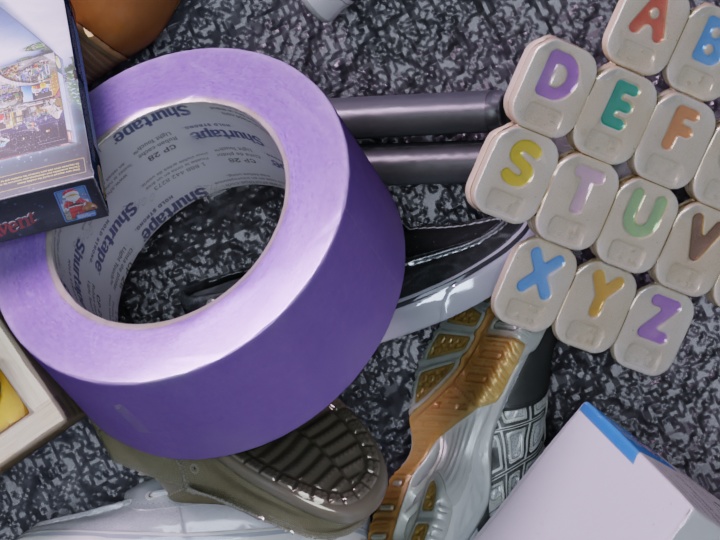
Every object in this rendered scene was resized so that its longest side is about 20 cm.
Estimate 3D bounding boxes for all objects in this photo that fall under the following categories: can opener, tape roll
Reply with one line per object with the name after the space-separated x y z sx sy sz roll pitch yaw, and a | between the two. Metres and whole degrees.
0.069 -0.076 1.544 0.200 0.067 0.053 -2 104 15 | can opener
-0.084 -0.010 1.469 0.200 0.085 0.200 -12 55 17 | tape roll

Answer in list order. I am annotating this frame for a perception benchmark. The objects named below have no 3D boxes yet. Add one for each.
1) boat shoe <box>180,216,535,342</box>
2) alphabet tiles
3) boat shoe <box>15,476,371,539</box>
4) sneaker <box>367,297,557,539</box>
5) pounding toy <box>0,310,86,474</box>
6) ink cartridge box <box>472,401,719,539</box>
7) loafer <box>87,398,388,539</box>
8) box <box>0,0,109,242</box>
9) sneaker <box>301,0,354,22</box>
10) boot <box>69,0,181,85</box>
0.000 -0.001 1.536 0.199 0.074 0.068 -19 105 14 | boat shoe
0.154 -0.047 1.501 0.200 0.015 0.196 21 97 -27 | alphabet tiles
-0.093 0.139 1.555 0.200 0.072 0.069 -6 60 10 | boat shoe
0.072 0.096 1.544 0.088 0.076 0.200 27 81 -32 | sneaker
-0.281 0.047 1.522 0.184 0.142 0.200 -34 89 4 | pounding toy
0.166 0.197 1.460 0.200 0.147 0.145 36 95 -26 | ink cartridge box
-0.067 0.094 1.505 0.200 0.076 0.068 26 136 34 | loafer
-0.238 -0.068 1.470 0.200 0.038 0.137 -13 57 1 | box
-0.014 -0.255 1.516 0.146 0.077 0.203 -31 100 16 | sneaker
-0.174 -0.204 1.536 0.155 0.077 0.200 -42 92 6 | boot
